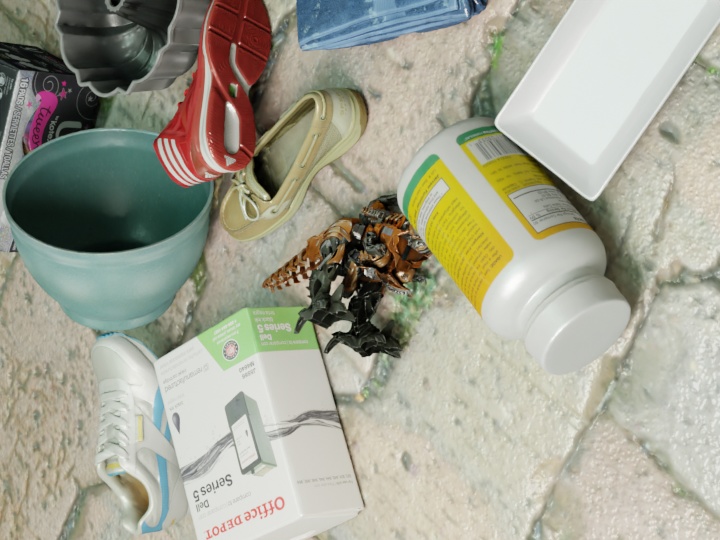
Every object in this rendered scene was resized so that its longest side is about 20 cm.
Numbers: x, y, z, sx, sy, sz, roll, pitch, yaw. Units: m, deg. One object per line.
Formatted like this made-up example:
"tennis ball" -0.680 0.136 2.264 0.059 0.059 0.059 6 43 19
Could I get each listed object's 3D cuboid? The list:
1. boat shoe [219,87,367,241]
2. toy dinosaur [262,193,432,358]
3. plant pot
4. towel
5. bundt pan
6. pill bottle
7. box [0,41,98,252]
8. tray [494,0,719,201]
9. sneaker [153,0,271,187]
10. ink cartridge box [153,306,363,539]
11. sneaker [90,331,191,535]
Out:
"boat shoe" -0.076 -0.098 1.642 0.201 0.063 0.073 -39 63 36
"toy dinosaur" 0.000 0.000 1.565 0.200 0.102 0.136 -31 44 54
"plant pot" -0.241 -0.028 1.731 0.200 0.200 0.134 41 143 37
"towel" 0.022 -0.258 1.562 0.200 0.048 0.112 -7 84 44
"bundt pan" -0.216 -0.270 1.772 0.202 0.076 0.203 0 90 44
"pill bottle" 0.124 -0.018 1.414 0.200 0.113 0.113 54 123 31
"box" -0.372 -0.132 1.895 0.132 0.115 0.201 28 109 39
"tray" 0.199 -0.163 1.382 0.107 0.022 0.200 41 110 20
"sneaker" -0.152 -0.172 1.685 0.115 0.078 0.200 -21 52 43
"ink cartridge box" -0.096 0.151 1.641 0.145 0.084 0.200 -30 69 39
"sneaker" -0.219 0.157 1.731 0.076 0.081 0.200 -16 95 44
